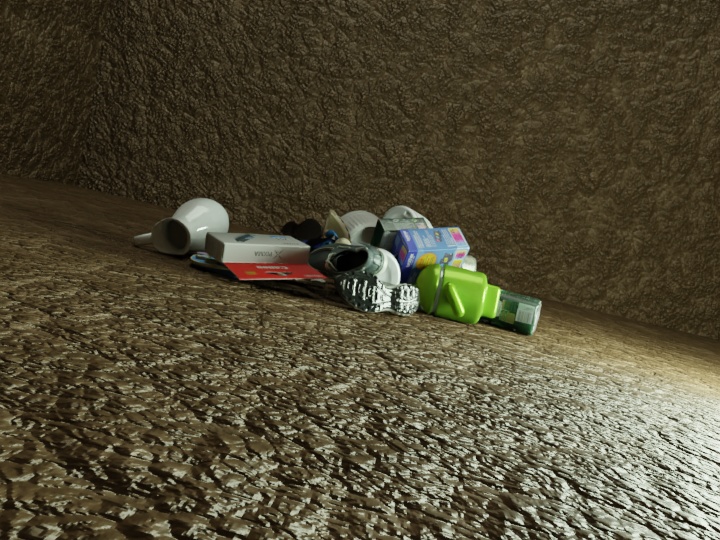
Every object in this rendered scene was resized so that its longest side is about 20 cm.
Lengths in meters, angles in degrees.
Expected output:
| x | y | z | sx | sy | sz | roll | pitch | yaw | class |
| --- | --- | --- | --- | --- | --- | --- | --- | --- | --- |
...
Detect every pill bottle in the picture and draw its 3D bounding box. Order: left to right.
| x | y | z | sx | sy | sz | roll | pitch | yaw | class |
| --- | --- | --- | --- | --- | --- | --- | --- | --- | --- |
| 0.000 | 0.000 | 1.319 | 0.117 | 0.123 | 0.199 | 11 | 5 | -22 | pill bottle |
| 0.142 | -0.108 | 1.663 | 0.111 | 0.117 | 0.199 | 15 | 0 | 26 | pill bottle |

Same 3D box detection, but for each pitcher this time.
| x | y | z | sx | sy | sz | roll | pitch | yaw | class |
| --- | --- | --- | --- | --- | --- | --- | --- | --- | --- |
| -0.411 | -0.096 | 1.362 | 0.167 | 0.125 | 0.200 | -2 | 16 | 19 | pitcher |

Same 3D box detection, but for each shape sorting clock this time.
| x | y | z | sx | sy | sz | roll | pitch | yaw | class |
| --- | --- | --- | --- | --- | --- | --- | --- | --- | --- |
| -0.259 | -0.022 | 1.239 | 0.194 | 0.040 | 0.200 | 9 | 10 | -2 | shape sorting clock |

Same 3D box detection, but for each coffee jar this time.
| x | y | z | sx | sy | sz | roll | pitch | yaw | class |
| --- | --- | --- | --- | --- | --- | --- | --- | --- | --- |
| 0.330 | 0.089 | 1.415 | 0.195 | 0.088 | 0.104 | 16 | 8 | 21 | coffee jar |

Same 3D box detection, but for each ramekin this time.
| x | y | z | sx | sy | sz | roll | pitch | yaw | class |
| --- | --- | --- | --- | --- | --- | --- | --- | --- | --- |
| 0.007 | -0.064 | 1.706 | 0.195 | 0.205 | 0.105 | 11 | 13 | -25 | ramekin |

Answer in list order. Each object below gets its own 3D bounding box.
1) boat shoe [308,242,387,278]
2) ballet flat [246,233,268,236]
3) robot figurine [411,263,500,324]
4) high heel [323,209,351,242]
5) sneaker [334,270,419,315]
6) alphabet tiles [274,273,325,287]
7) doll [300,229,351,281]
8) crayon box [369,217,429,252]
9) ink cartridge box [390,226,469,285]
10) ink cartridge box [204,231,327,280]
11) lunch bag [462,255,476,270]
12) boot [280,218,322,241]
| x | y | z | sx | sy | sz | roll | pitch | yaw | class |
| --- | --- | --- | --- | --- | --- | --- | --- | --- | --- |
| -0.040 | -0.024 | 1.188 | 0.196 | 0.075 | 0.061 | 3 | -8 | 36 | boat shoe |
| -0.201 | -0.040 | 1.418 | 0.195 | 0.071 | 0.069 | 10 | 5 | -23 | ballet flat |
| 0.211 | 0.051 | 1.323 | 0.194 | 0.119 | 0.175 | 13 | 3 | 2 | robot figurine |
| -0.047 | -0.058 | 1.523 | 0.069 | 0.206 | 0.143 | -13 | 3 | 8 | high heel |
| 0.026 | 0.050 | 1.167 | 0.197 | 0.076 | 0.078 | 16 | -10 | -37 | sneaker |
| -0.180 | 0.009 | 1.367 | 0.195 | 0.015 | 0.195 | 12 | 4 | -14 | alphabet tiles |
| -0.103 | -0.037 | 1.302 | 0.196 | 0.139 | 0.049 | -8 | -41 | 32 | doll |
| 0.081 | -0.037 | 1.438 | 0.124 | 0.203 | 0.051 | -4 | 45 | -23 | crayon box |
| 0.140 | -0.025 | 1.385 | 0.195 | 0.138 | 0.077 | -3 | 46 | -21 | ink cartridge box |
| -0.185 | -0.031 | 1.159 | 0.196 | 0.046 | 0.175 | 0 | 17 | -37 | ink cartridge box |
| 0.192 | 0.014 | 1.589 | 0.164 | 0.144 | 0.199 | 8 | 3 | -28 | lunch bag |
| -0.102 | -0.052 | 1.578 | 0.200 | 0.065 | 0.185 | 46 | -17 | -32 | boot |
